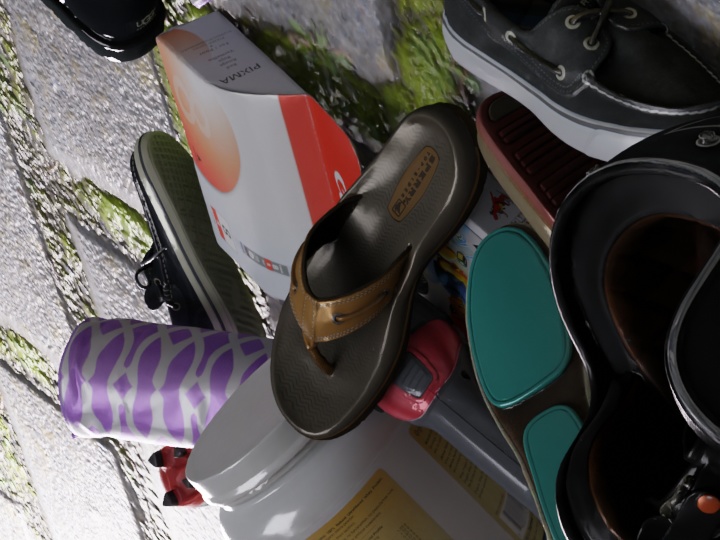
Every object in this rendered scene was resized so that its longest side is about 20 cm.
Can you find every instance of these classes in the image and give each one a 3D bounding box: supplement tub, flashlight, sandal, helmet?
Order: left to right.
[{"bbox_3d":[0.000,0.000,1.275,0.082,0.055,0.200,46,118,28],"label":"sandal"},{"bbox_3d":[0.008,0.145,1.415,0.200,0.144,0.144,46,158,-15],"label":"supplement tub"},{"bbox_3d":[0.077,0.091,1.297,0.200,0.068,0.068,39,147,27],"label":"flashlight"},{"bbox_3d":[0.171,0.033,0.977,0.199,0.191,0.200,7,146,5],"label":"helmet"}]

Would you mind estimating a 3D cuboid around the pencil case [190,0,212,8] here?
[{"bbox_3d":[-0.097,-0.241,1.289,0.085,0.084,0.200,-21,103,41],"label":"pencil case"}]

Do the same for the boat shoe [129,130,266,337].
[{"bbox_3d":[-0.119,-0.001,1.604,0.062,0.075,0.200,-9,123,17],"label":"boat shoe"}]

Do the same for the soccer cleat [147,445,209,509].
[{"bbox_3d":[-0.062,0.119,1.668,0.200,0.085,0.069,-27,78,42],"label":"soccer cleat"}]

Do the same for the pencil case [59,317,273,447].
[{"bbox_3d":[-0.096,0.082,1.553,0.199,0.084,0.086,10,131,19],"label":"pencil case"}]

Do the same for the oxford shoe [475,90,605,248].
[{"bbox_3d":[0.118,0.000,1.164,0.200,0.070,0.075,51,142,15],"label":"oxford shoe"}]

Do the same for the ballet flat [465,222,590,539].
[{"bbox_3d":[0.101,0.071,1.198,0.062,0.067,0.201,29,-140,-51],"label":"ballet flat"}]

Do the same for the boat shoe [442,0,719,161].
[{"bbox_3d":[0.100,-0.103,1.097,0.200,0.069,0.057,33,146,46],"label":"boat shoe"}]

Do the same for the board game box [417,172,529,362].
[{"bbox_3d":[0.090,0.025,1.303,0.200,0.035,0.126,42,152,30],"label":"board game box"}]

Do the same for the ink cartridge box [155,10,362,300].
[{"bbox_3d":[-0.047,-0.043,1.421,0.200,0.050,0.163,49,159,52],"label":"ink cartridge box"}]

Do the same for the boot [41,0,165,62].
[{"bbox_3d":[-0.192,-0.236,1.463,0.200,0.076,0.168,42,156,16],"label":"boot"}]
